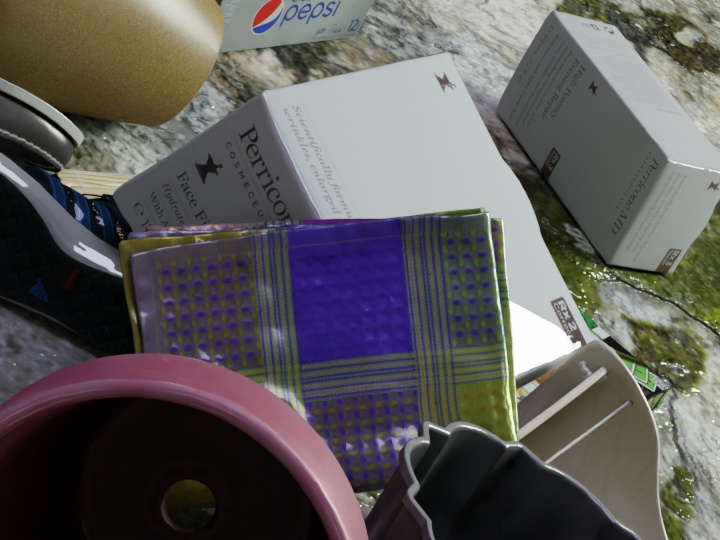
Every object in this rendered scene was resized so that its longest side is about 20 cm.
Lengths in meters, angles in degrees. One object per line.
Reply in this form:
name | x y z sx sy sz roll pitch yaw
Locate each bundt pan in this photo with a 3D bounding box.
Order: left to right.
bundt pan | 0.077 0.168 1.040 0.201 0.076 0.202 34 22 -15

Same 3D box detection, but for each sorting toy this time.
sorting toy | 0.100 0.170 1.194 0.199 0.107 0.180 -31 78 -37

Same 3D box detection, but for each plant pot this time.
plant pot | -0.192 -0.179 1.423 0.199 0.187 0.187 29 24 -32
plant pot | -0.087 0.125 1.005 0.199 0.201 0.179 30 13 0

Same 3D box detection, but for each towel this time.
towel | -0.020 0.043 1.125 0.198 0.145 0.023 -3 -9 -4

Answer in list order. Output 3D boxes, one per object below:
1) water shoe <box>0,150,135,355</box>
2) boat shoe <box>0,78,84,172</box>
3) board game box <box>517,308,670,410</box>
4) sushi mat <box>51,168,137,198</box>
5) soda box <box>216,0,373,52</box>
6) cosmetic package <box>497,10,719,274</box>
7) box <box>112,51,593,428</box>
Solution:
water shoe | -0.172 -0.016 1.271 0.199 0.072 0.079 38 24 -7
boat shoe | -0.261 -0.098 1.325 0.200 0.061 0.072 25 -17 -26
board game box | 0.116 0.073 1.439 0.105 0.024 0.199 39 29 20
sushi mat | -0.096 -0.029 1.413 0.199 0.012 0.096 2 38 -41
soda box | -0.070 -0.214 1.683 0.068 0.064 0.199 42 30 23
cosmetic package | 0.192 -0.100 1.706 0.074 0.102 0.200 8 33 -33
box | 0.000 0.000 1.259 0.199 0.130 0.200 -18 79 -55
